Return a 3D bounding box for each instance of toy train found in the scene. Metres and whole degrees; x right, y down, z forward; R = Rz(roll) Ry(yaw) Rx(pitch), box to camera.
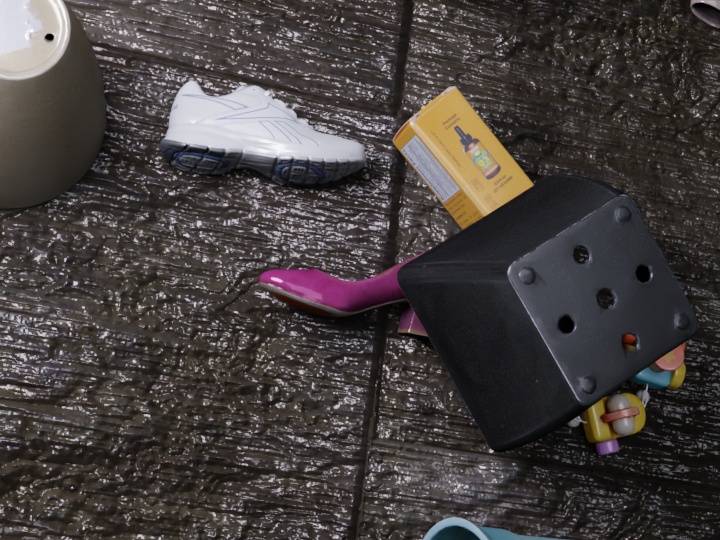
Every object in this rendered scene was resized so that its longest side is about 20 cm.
[{"bbox_3d":[0.244,0.094,1.289,0.199,0.056,0.151,-37,90,-21],"label":"toy train"}]

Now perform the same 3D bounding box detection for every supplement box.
[{"bbox_3d":[0.123,-0.081,1.287,0.066,0.069,0.201,-39,92,-20],"label":"supplement box"}]

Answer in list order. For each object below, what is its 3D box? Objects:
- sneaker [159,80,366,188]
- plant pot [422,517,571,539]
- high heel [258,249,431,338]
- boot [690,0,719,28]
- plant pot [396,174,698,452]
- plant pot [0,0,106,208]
[{"bbox_3d":[-0.088,-0.133,1.233,0.198,0.075,0.088,10,70,-15],"label":"sneaker"},{"bbox_3d":[0.169,0.321,1.147,0.194,0.200,0.202,5,76,-24],"label":"plant pot"},{"bbox_3d":[0.000,0.000,1.228,0.198,0.067,0.097,15,83,-29],"label":"high heel"},{"bbox_3d":[0.400,-0.350,1.436,0.199,0.070,0.147,31,72,-8],"label":"boot"},{"bbox_3d":[0.182,0.030,1.158,0.199,0.177,0.201,-31,92,-16],"label":"plant pot"},{"bbox_3d":[-0.303,-0.170,1.105,0.185,0.200,0.189,4,76,-15],"label":"plant pot"}]
